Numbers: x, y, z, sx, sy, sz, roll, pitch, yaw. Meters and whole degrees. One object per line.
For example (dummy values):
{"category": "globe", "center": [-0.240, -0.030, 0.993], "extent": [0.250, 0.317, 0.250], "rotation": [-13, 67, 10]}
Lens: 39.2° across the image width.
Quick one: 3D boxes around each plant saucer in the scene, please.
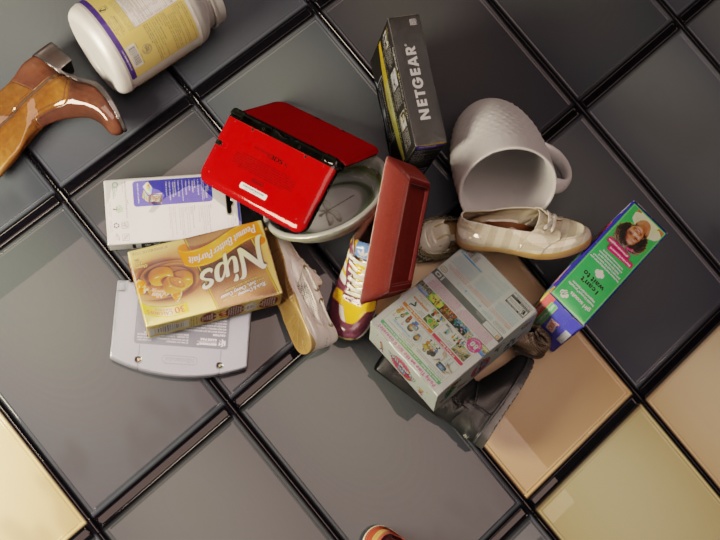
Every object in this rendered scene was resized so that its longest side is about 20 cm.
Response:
{"category": "plant saucer", "center": [0.056, -0.053, 1.435], "extent": [0.036, 0.200, 0.203], "rotation": [11, 94, 14]}
{"category": "plant saucer", "center": [-0.045, -0.097, 1.490], "extent": [0.199, 0.200, 0.051], "rotation": [-36, 130, -15]}

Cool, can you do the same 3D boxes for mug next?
{"category": "mug", "center": [0.229, -0.170, 1.532], "extent": [0.197, 0.149, 0.177], "rotation": [11, 39, -16]}

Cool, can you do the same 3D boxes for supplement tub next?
{"category": "supplement tub", "center": [-0.313, -0.372, 1.494], "extent": [0.199, 0.145, 0.146], "rotation": [-37, 86, -16]}

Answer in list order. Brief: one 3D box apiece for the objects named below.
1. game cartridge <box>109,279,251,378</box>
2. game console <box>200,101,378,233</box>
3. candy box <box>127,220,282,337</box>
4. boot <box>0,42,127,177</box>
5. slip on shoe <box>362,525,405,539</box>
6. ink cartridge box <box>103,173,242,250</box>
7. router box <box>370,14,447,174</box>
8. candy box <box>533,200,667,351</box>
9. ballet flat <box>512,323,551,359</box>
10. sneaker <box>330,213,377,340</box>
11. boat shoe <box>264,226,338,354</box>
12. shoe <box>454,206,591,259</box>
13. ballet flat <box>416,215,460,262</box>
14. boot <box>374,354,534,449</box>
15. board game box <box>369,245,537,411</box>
{"category": "game cartridge", "center": [-0.258, 0.088, 1.460], "extent": [0.197, 0.041, 0.135], "rotation": [6, 73, -8]}
{"category": "game console", "center": [-0.104, -0.157, 1.490], "extent": [0.198, 0.119, 0.174], "rotation": [28, 90, 23]}
{"category": "candy box", "center": [-0.220, 0.011, 1.437], "extent": [0.197, 0.055, 0.117], "rotation": [-14, 73, -15]}
{"category": "boot", "center": [-0.465, -0.211, 1.473], "extent": [0.188, 0.068, 0.200], "rotation": [43, 75, 1]}
{"category": "slip on shoe", "center": [0.087, 0.437, 1.429], "extent": [0.200, 0.061, 0.074], "rotation": [41, 73, 0]}
{"category": "ink cartridge box", "center": [-0.276, -0.088, 1.494], "extent": [0.197, 0.039, 0.101], "rotation": [-4, 78, -9]}
{"category": "router box", "center": [0.070, -0.259, 1.529], "extent": [0.051, 0.157, 0.203], "rotation": [-9, 80, -11]}
{"category": "candy box", "center": [0.345, 0.012, 1.510], "extent": [0.077, 0.169, 0.200], "rotation": [42, 74, 7]}
{"category": "ballet flat", "center": [0.193, 0.076, 1.514], "extent": [0.197, 0.047, 0.068], "rotation": [22, 43, 6]}
{"category": "sneaker", "center": [0.000, 0.000, 1.487], "extent": [0.074, 0.090, 0.203], "rotation": [13, 71, 11]}
{"category": "boat shoe", "center": [-0.090, 0.025, 1.491], "extent": [0.069, 0.071, 0.202], "rotation": [-11, 72, -34]}
{"category": "shoe", "center": [0.234, -0.058, 1.453], "extent": [0.197, 0.054, 0.070], "rotation": [2, 42, 6]}
{"category": "ballet flat", "center": [0.150, -0.056, 1.541], "extent": [0.197, 0.075, 0.069], "rotation": [-7, 80, -11]}
{"category": "boot", "center": [0.141, 0.142, 1.507], "extent": [0.199, 0.066, 0.165], "rotation": [35, 67, 7]}
{"category": "board game box", "center": [0.132, 0.079, 1.454], "extent": [0.199, 0.065, 0.148], "rotation": [-36, 69, -19]}
